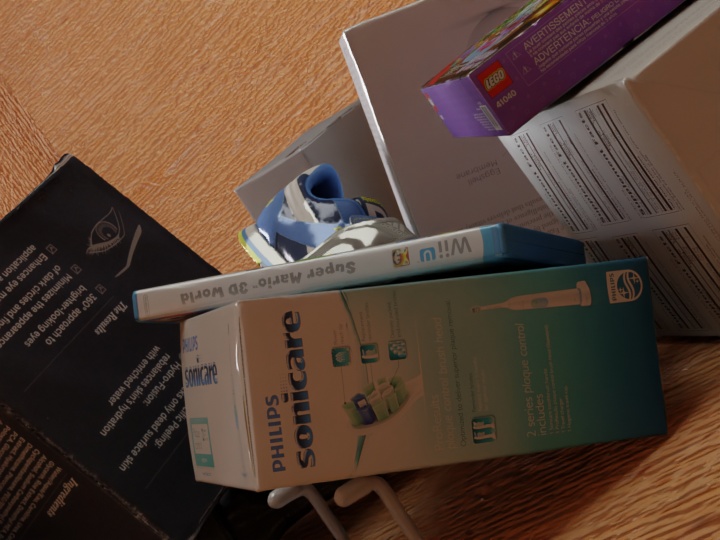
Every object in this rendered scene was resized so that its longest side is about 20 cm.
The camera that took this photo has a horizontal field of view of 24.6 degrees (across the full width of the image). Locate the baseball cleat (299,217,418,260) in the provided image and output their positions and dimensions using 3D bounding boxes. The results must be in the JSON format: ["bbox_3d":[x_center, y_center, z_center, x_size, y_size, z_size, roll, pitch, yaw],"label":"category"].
[{"bbox_3d":[0.042,0.016,0.953,0.197,0.070,0.108,3,59,14],"label":"baseball cleat"}]

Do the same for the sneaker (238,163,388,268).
[{"bbox_3d":[0.000,0.000,1.056,0.082,0.200,0.074,-50,-39,2],"label":"sneaker"}]

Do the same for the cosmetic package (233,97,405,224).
[{"bbox_3d":[0.007,-0.016,1.247,0.090,0.201,0.107,-30,7,40],"label":"cosmetic package"}]

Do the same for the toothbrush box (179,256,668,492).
[{"bbox_3d":[0.024,0.050,0.788,0.197,0.087,0.146,-5,-4,-18],"label":"toothbrush box"}]

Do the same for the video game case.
[{"bbox_3d":[0.003,0.005,0.849,0.198,0.018,0.143,-11,-7,22],"label":"video game case"}]

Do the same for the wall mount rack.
[{"bbox_3d":[-0.061,0.170,0.798,0.173,0.075,0.200,-38,5,-20],"label":"wall mount rack"}]

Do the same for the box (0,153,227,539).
[{"bbox_3d":[-0.160,0.071,0.958,0.118,0.199,0.197,-51,2,37],"label":"box"}]

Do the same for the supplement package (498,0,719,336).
[{"bbox_3d":[0.206,-0.079,0.837,0.191,0.148,0.200,-37,6,-11],"label":"supplement package"}]

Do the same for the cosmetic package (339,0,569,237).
[{"bbox_3d":[0.111,-0.101,1.128,0.197,0.202,0.123,-20,4,0],"label":"cosmetic package"}]

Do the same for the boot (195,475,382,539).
[{"bbox_3d":[-0.026,0.122,1.082,0.173,0.070,0.200,-33,13,2],"label":"boot"}]

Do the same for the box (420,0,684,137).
[{"bbox_3d":[0.105,-0.127,0.877,0.136,0.039,0.200,-37,6,-1],"label":"box"}]
